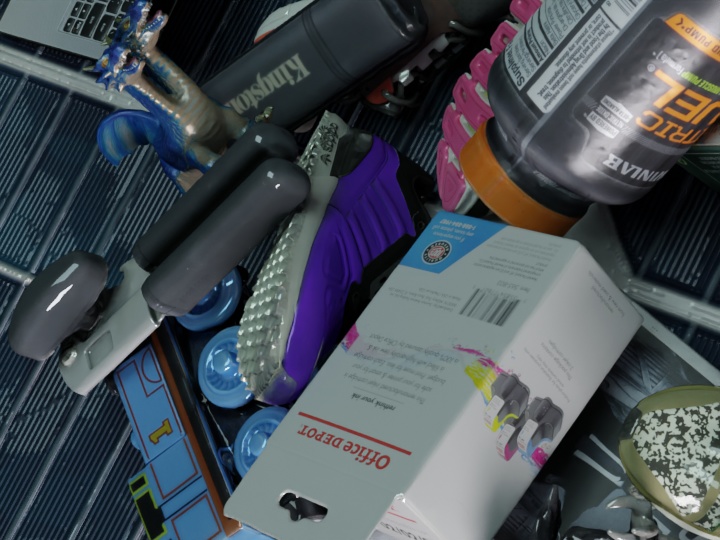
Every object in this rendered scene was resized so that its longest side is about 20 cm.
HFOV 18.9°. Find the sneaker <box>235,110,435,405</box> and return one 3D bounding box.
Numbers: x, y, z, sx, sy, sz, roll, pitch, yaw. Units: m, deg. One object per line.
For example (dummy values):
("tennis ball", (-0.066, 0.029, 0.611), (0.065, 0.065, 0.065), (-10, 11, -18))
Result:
("sneaker", (0.000, -0.001, 1.177), (0.070, 0.099, 0.200), (-56, 14, 46))

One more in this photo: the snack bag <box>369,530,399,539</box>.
("snack bag", (0.108, 0.136, 1.126), (0.200, 0.021, 0.189), (-48, 56, 1))

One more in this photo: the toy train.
("toy train", (-0.080, 0.080, 1.208), (0.114, 0.087, 0.200), (-35, 58, 16))

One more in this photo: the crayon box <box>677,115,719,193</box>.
("crayon box", (0.245, -0.133, 1.107), (0.200, 0.052, 0.126), (-58, 15, -6))

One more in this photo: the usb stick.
("usb stick", (-0.041, -0.110, 1.237), (0.200, 0.055, 0.033), (-31, 12, 39))

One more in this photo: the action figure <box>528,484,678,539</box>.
("action figure", (0.124, 0.164, 1.005), (0.200, 0.102, 0.119), (7, 81, 24))

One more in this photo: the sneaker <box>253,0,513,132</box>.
("sneaker", (0.033, -0.129, 1.254), (0.200, 0.077, 0.082), (-18, 72, 31))

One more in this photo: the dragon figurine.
("dragon figurine", (-0.108, -0.079, 1.225), (0.099, 0.200, 0.059), (34, 68, 7))

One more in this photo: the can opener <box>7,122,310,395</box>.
("can opener", (-0.114, -0.007, 1.168), (0.200, 0.067, 0.053), (-43, 47, 28))

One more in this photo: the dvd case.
("dvd case", (0.133, 0.107, 1.102), (0.150, 0.025, 0.200), (-46, 57, -4))

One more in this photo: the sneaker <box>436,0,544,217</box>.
("sneaker", (0.115, -0.107, 1.195), (0.200, 0.087, 0.074), (-61, 27, 17))

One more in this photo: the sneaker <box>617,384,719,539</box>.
("sneaker", (0.216, 0.108, 1.000), (0.200, 0.089, 0.077), (24, 85, 3))

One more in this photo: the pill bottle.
("pill bottle", (0.136, -0.106, 1.090), (0.200, 0.106, 0.106), (-49, 54, 26))

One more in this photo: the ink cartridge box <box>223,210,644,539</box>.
("ink cartridge box", (0.035, 0.072, 1.089), (0.115, 0.068, 0.200), (15, 63, 52))

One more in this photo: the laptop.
("laptop", (-0.144, -0.233, 1.351), (0.200, 0.116, 0.187), (18, 77, 31))
